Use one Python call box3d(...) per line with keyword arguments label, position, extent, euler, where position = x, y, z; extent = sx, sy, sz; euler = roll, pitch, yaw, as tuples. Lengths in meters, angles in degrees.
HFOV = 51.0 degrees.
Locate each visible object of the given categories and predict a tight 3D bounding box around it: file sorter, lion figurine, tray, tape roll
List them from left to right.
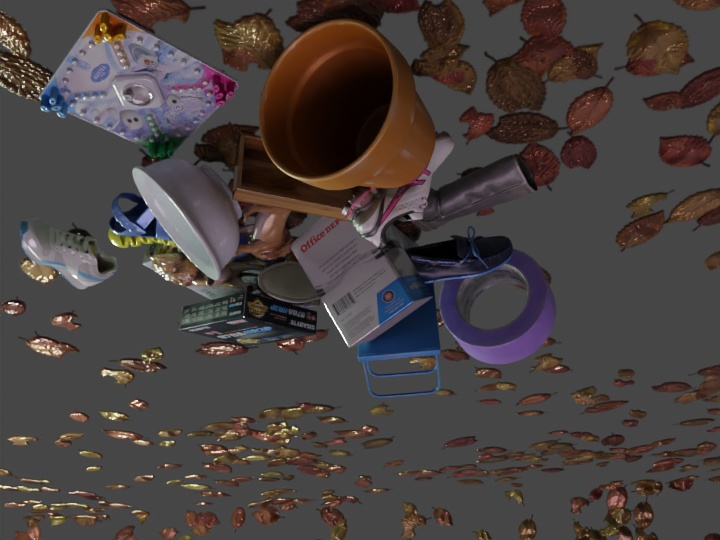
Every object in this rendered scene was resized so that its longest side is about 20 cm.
box3d(label="lion figurine", position=(-0.249, 0.004, 1.287), extent=(0.122, 0.073, 0.199), euler=(2, 166, 43))
box3d(label="lion figurine", position=(-0.148, -0.083, 1.224), extent=(0.122, 0.073, 0.200), euler=(-8, 149, -29))
box3d(label="tray", position=(-0.087, -0.136, 1.123), extent=(0.199, 0.099, 0.037), euler=(9, 152, -18))
box3d(label="file sorter", position=(0.071, 0.113, 1.363), extent=(0.138, 0.201, 0.123), euler=(-5, 132, 5))
box3d(label="tape roll", position=(0.252, 0.063, 1.385), extent=(0.199, 0.201, 0.085), euler=(-15, 148, 20))

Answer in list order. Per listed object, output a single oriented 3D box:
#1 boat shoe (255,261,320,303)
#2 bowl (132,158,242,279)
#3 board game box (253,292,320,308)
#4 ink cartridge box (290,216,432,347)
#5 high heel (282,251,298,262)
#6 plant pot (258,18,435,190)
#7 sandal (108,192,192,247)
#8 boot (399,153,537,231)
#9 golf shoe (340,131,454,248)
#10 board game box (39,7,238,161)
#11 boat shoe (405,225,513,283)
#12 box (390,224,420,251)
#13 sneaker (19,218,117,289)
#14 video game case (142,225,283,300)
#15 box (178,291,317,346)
box3d(label="boat shoe", position=(-0.098, 0.024, 1.322), extent=(0.200, 0.072, 0.060), euler=(0, 170, -35))
box3d(label="bowl", position=(-0.239, -0.091, 1.117), extent=(0.090, 0.201, 0.201), euler=(-39, 155, -18))
box3d(label="board game box", position=(-0.186, 0.065, 1.412), extent=(0.199, 0.033, 0.120), euler=(-13, 172, 40))
box3d(label="ink cartridge box", position=(0.000, 0.000, 1.233), extent=(0.146, 0.201, 0.084), euler=(-37, 166, 27))
box3d(label="high heel", position=(-0.089, 0.008, 1.426), extent=(0.199, 0.068, 0.096), euler=(28, 166, -34))
box3d(label="plant pot", position=(0.003, -0.190, 0.972), extent=(0.199, 0.201, 0.183), euler=(-20, 161, 27))
box3d(label="sandal", position=(-0.320, -0.087, 1.219), extent=(0.199, 0.080, 0.087), euler=(-6, 138, 1))
box3d(label="boot", position=(0.156, -0.130, 1.179), extent=(0.199, 0.073, 0.181), euler=(-14, 162, 32))
box3d(label="golf shoe", position=(0.069, -0.119, 1.101), extent=(0.200, 0.092, 0.073), euler=(-43, -179, -8))
box3d(label="board game box", position=(-0.299, -0.235, 1.015), extent=(0.199, 0.026, 0.200), euler=(23, 141, -35))
box3d(label="boat shoe", position=(0.174, -0.027, 1.328), extent=(0.199, 0.084, 0.069), euler=(-17, 128, -7))
box3d(label="box", position=(0.040, -0.016, 1.398), extent=(0.144, 0.037, 0.200), euler=(-21, 143, 29))
box3d(label="sneaker", position=(-0.503, -0.038, 1.300), extent=(0.080, 0.077, 0.200), euler=(-19, 152, 11))
box3d(label="video game case", position=(-0.256, -0.017, 1.367), extent=(0.180, 0.046, 0.200), euler=(-20, 145, 30))
box3d(label="box", position=(-0.198, 0.089, 1.331), extent=(0.199, 0.046, 0.158), euler=(-13, 156, 44))
